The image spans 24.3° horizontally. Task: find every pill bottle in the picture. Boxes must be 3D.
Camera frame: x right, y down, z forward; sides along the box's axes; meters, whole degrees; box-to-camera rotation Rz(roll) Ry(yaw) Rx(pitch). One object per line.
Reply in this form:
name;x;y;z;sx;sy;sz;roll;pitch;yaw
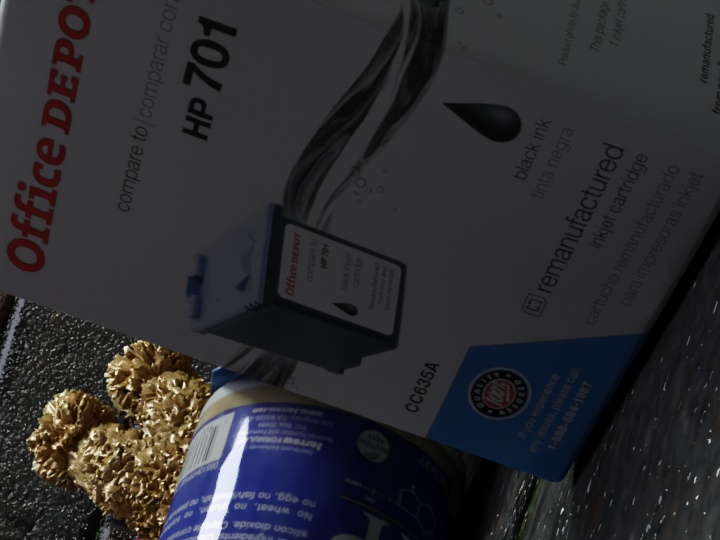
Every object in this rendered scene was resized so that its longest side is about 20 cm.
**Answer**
pill bottle;-0.032;0.150;0.653;0.120;0.119;0.201;112;175;-52

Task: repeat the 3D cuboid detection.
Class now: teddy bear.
teddy bear;-0.079;0.104;0.808;0.067;0.144;0.200;88;157;-46

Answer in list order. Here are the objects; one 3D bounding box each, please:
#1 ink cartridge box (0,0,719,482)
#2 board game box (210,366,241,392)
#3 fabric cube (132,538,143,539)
ink cartridge box;-0.005;-0.039;0.494;0.086;0.199;0.147;-75;4;-46
board game box;0.000;0.000;0.722;0.200;0.157;0.039;127;119;-81
fabric cube;-0.158;0.263;0.992;0.200;0.195;0.201;125;139;-79
